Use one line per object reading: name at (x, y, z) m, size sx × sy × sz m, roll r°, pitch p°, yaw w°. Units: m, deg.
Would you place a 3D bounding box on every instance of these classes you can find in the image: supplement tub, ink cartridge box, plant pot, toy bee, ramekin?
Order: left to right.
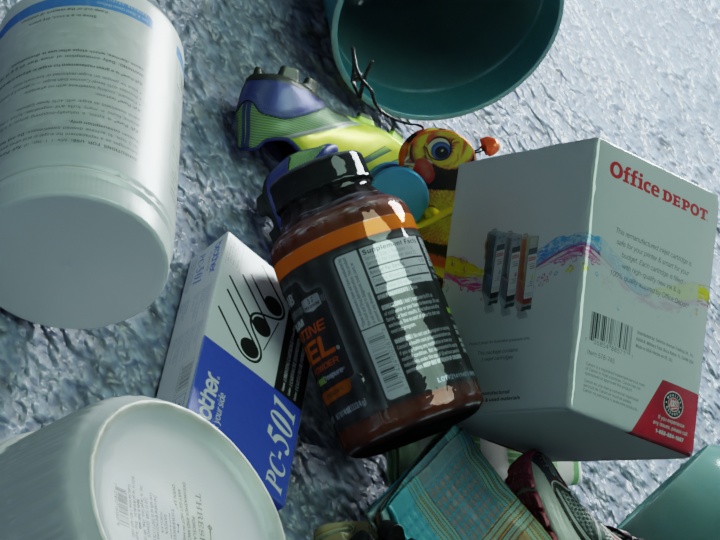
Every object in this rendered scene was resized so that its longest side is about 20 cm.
supplement tub at (-0.181, -0.078, 1.433) m, size 0.132 × 0.132 × 0.201 m, roll 34°, pitch 37°, yaw -31°
ramekin at (-0.132, 0.169, 1.299) m, size 0.200 × 0.105 × 0.201 m, roll 34°, pitch 38°, yaw -32°
ink cartridge box at (-0.085, 0.073, 1.510) m, size 0.094 × 0.044 × 0.201 m, roll 39°, pitch 35°, yaw -24°
supplement tub at (0.003, 0.021, 1.535) m, size 0.107 × 0.107 × 0.201 m, roll -5°, pitch 70°, yaw -55°
plant pot at (0.049, -0.263, 1.882) m, size 0.200 × 0.200 × 0.188 m, roll 30°, pitch 24°, yaw -36°
toy bee at (0.055, -0.065, 1.695) m, size 0.131 × 0.108 × 0.201 m, roll -101°, pitch -174°, yaw -61°
ink cartridge box at (0.155, 0.024, 1.606) m, size 0.145 × 0.144 × 0.201 m, roll 22°, pitch 70°, yaw -40°
plant pot at (0.282, 0.236, 1.735) m, size 0.161 × 0.201 × 0.200 m, roll 47°, pitch 30°, yaw 6°

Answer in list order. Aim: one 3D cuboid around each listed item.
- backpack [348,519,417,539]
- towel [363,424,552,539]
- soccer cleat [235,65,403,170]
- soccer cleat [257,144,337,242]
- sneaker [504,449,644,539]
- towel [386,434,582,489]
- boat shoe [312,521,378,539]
backpack at (0.036, 0.280, 1.411) m, size 0.200 × 0.126 × 0.167 m, roll 41°, pitch 46°, yaw -26°
towel at (0.099, 0.208, 1.520) m, size 0.200 × 0.022 × 0.147 m, roll 49°, pitch 33°, yaw -1°
soccer cleat at (-0.027, -0.091, 1.745) m, size 0.200 × 0.064 × 0.084 m, roll 28°, pitch 70°, yaw -45°
soccer cleat at (-0.001, 0.000, 1.642) m, size 0.201 × 0.084 × 0.065 m, roll 59°, pitch 31°, yaw 4°
sneaker at (0.179, 0.214, 1.632) m, size 0.075 × 0.081 × 0.200 m, roll -38°, pitch 93°, yaw -17°
towel at (0.092, 0.092, 1.652) m, size 0.199 × 0.023 × 0.153 m, roll 3°, pitch 81°, yaw -45°
boat shoe at (0.042, 0.189, 1.556) m, size 0.200 × 0.073 × 0.063 m, roll -12°, pitch 76°, yaw -49°
